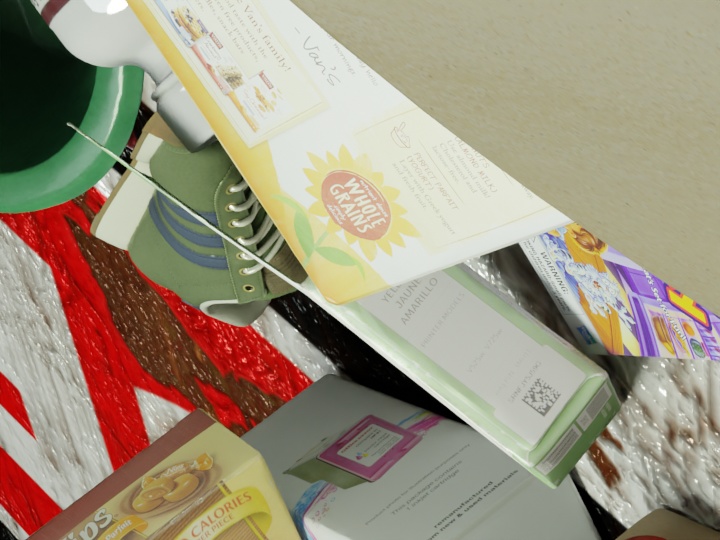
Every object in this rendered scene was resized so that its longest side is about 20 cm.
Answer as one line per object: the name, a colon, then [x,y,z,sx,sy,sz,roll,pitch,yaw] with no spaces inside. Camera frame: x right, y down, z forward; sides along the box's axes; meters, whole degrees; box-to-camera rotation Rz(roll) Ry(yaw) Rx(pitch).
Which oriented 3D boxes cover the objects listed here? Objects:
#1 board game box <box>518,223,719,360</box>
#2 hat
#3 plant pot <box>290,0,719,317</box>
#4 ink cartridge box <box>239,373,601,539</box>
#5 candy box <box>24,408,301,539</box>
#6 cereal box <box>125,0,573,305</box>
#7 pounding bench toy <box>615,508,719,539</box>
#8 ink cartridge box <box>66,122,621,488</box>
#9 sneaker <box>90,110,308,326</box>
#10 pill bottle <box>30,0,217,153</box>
board game box: [0.067,-0.067,0.890,0.200,0.045,0.134,58,160,-13]
hat: [-0.112,-0.124,1.219,0.200,0.176,0.166,-15,98,42]
plant pot: [0.116,-0.078,0.567,0.177,0.200,0.200,51,164,-26]
ink cartridge box: [0.032,0.139,1.256,0.200,0.085,0.145,19,141,60]
candy box: [-0.067,0.172,1.239,0.055,0.115,0.200,31,151,47]
cereal box: [0.023,-0.077,0.821,0.200,0.040,0.144,-20,107,48]
pounding bench toy: [0.143,0.192,1.034,0.200,0.124,0.156,20,142,57]
ink cartridge box: [0.000,0.000,1.031,0.200,0.048,0.146,39,180,10]
sneaker: [-0.050,-0.032,1.202,0.090,0.067,0.200,40,157,0]
pill bottle: [-0.084,-0.146,1.000,0.200,0.113,0.113,53,160,-2]
